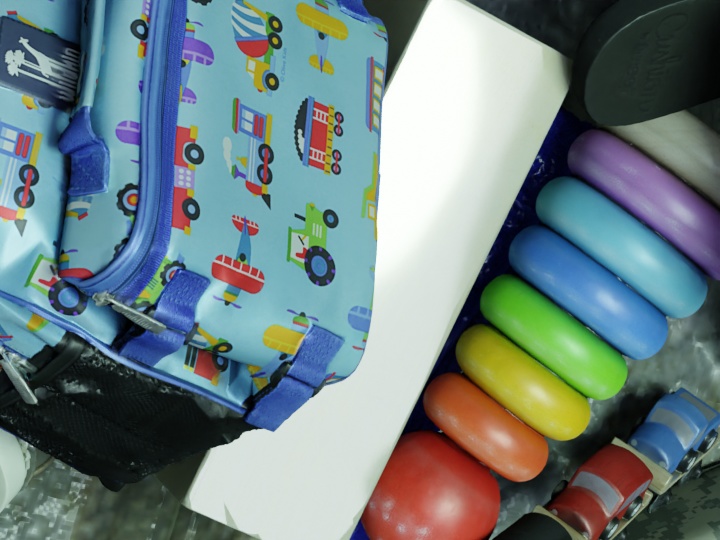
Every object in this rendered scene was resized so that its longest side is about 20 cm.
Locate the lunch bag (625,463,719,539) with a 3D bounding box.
[{"bbox_3d":[0.178,0.169,0.947,0.199,0.168,0.140,-18,108,-18],"label":"lunch bag"}]

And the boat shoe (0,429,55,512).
[{"bbox_3d":[-0.170,-0.008,0.818,0.202,0.072,0.060,60,39,-10],"label":"boat shoe"}]

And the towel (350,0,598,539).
[{"bbox_3d":[-0.003,-0.003,0.897,0.147,0.050,0.200,30,89,-26],"label":"towel"}]

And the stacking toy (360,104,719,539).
[{"bbox_3d":[0.071,0.030,0.873,0.085,0.085,0.200,36,91,-25],"label":"stacking toy"}]

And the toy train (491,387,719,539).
[{"bbox_3d":[0.093,0.092,0.917,0.200,0.034,0.046,-31,148,-50],"label":"toy train"}]

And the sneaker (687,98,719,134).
[{"bbox_3d":[0.208,-0.125,0.919,0.104,0.075,0.200,1,133,-29],"label":"sneaker"}]

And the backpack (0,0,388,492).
[{"bbox_3d":[-0.104,-0.044,0.749,0.200,0.134,0.183,28,56,-36],"label":"backpack"}]

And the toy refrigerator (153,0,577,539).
[{"bbox_3d":[0.000,0.000,0.837,0.070,0.076,0.200,26,89,-19],"label":"toy refrigerator"}]

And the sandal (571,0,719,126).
[{"bbox_3d":[0.169,-0.088,0.830,0.200,0.045,0.075,-21,140,-22],"label":"sandal"}]
